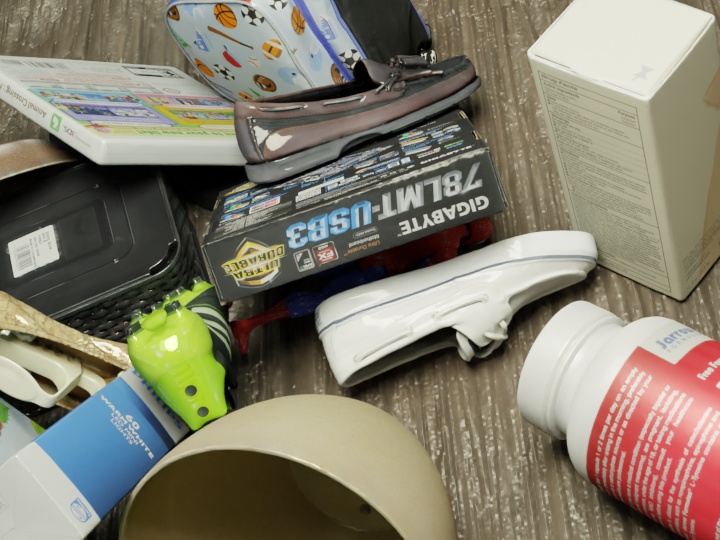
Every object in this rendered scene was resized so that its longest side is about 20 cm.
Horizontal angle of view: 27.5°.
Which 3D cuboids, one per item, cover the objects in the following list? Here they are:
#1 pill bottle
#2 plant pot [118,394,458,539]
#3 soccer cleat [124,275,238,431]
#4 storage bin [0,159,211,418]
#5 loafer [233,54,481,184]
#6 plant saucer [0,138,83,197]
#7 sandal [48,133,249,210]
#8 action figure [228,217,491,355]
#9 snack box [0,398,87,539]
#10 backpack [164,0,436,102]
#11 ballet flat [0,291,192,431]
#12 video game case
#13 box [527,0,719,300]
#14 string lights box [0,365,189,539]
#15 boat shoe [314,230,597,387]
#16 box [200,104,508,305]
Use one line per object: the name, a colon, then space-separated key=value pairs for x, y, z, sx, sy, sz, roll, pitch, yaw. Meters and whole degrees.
pill bottle: x=0.196 y=0.097 z=0.868 sx=0.199 sy=0.113 sz=0.112 roll=28 pitch=66 yaw=33
plant pot: x=-0.024 y=0.151 z=0.869 sx=0.199 sy=0.201 sz=0.135 roll=4 pitch=30 yaw=21
soccer cleat: x=-0.111 y=0.055 z=0.945 sx=0.067 sy=0.081 sz=0.200 roll=-28 pitch=7 yaw=1
storage bin: x=-0.219 y=0.011 z=1.087 sx=0.199 sy=0.094 sz=0.136 roll=-22 pitch=50 yaw=0
loafer: x=-0.001 y=-0.126 z=1.077 sx=0.199 sy=0.063 sz=0.072 roll=-26 pitch=15 yaw=-21
plant saucer: x=-0.308 y=-0.056 z=1.117 sx=0.199 sy=0.200 sz=0.032 roll=-23 pitch=90 yaw=0
sandal: x=-0.169 y=-0.105 z=1.190 sx=0.199 sy=0.043 sz=0.076 roll=15 pitch=60 yaw=28
action figure: x=0.000 y=0.000 z=1.051 sx=0.199 sy=0.052 sz=0.066 roll=-20 pitch=55 yaw=-1
snack box: x=-0.228 y=0.172 z=0.931 sx=0.053 sy=0.142 sz=0.201 roll=-28 pitch=50 yaw=9
backpack: x=-0.065 y=-0.211 z=1.158 sx=0.190 sy=0.200 sz=0.154 roll=21 pitch=60 yaw=45
ballet flat: x=-0.189 y=0.077 z=0.988 sx=0.199 sy=0.071 sz=0.065 roll=21 pitch=33 yaw=-11
video game case: x=-0.170 y=-0.122 z=1.129 sx=0.199 sy=0.022 sz=0.182 roll=-4 pitch=27 yaw=-46
box: x=0.182 y=-0.081 z=0.952 sx=0.095 sy=0.200 sz=0.078 roll=29 pitch=66 yaw=34
string lights box: x=-0.178 y=0.128 z=0.847 sx=0.103 sy=0.200 sz=0.059 roll=-40 pitch=92 yaw=14
boat shoe: x=0.071 y=0.030 z=0.999 sx=0.199 sy=0.074 sz=0.066 roll=-18 pitch=71 yaw=4
box: x=-0.007 y=-0.051 z=1.026 sx=0.199 sy=0.050 sz=0.199 roll=-19 pitch=13 yaw=2
